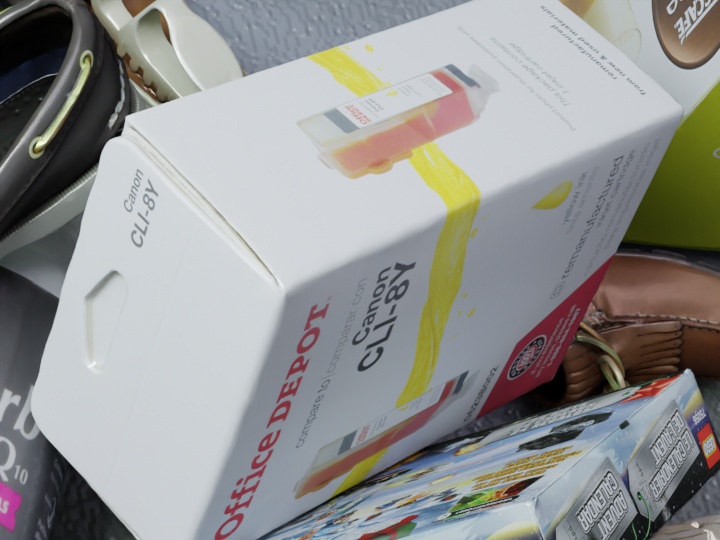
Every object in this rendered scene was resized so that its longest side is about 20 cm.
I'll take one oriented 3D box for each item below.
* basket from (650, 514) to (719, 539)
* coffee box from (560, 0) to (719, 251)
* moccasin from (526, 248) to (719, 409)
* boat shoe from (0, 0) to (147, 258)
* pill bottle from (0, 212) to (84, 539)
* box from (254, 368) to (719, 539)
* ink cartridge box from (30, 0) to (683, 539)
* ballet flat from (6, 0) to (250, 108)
[{"bbox_3d":[0.122,0.165,0.735,0.199,0.123,0.136,-8,75,-22],"label":"basket"},{"bbox_3d":[0.211,-0.133,0.881,0.199,0.200,0.199,5,63,-17],"label":"coffee box"},{"bbox_3d":[0.086,0.030,0.827,0.200,0.074,0.078,9,61,-13],"label":"moccasin"},{"bbox_3d":[-0.158,-0.013,0.643,0.072,0.061,0.201,37,72,30],"label":"boat shoe"},{"bbox_3d":[-0.159,0.052,0.708,0.116,0.116,0.201,16,60,-10],"label":"pill bottle"},{"bbox_3d":[0.011,0.095,0.675,0.137,0.199,0.040,-28,96,-56],"label":"box"},{"bbox_3d":[0.000,0.000,0.678,0.199,0.146,0.083,-24,58,-40],"label":"ink cartridge box"},{"bbox_3d":[-0.098,-0.113,0.844,0.200,0.062,0.067,47,59,8],"label":"ballet flat"}]
